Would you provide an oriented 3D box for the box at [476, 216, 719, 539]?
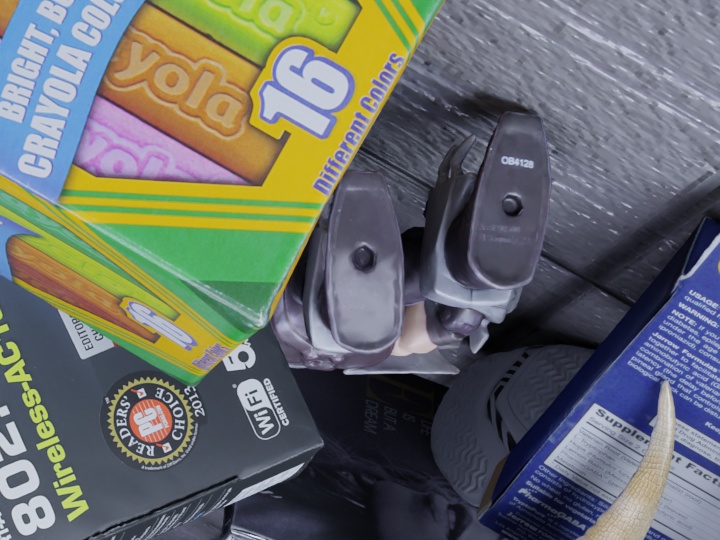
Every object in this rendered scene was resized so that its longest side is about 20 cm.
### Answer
[{"bbox_3d":[0.129,0.055,0.910,0.121,0.032,0.200,30,144,-3],"label":"box"}]

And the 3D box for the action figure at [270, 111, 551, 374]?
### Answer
[{"bbox_3d":[0.000,0.000,0.938,0.130,0.069,0.200,-5,174,-17],"label":"action figure"}]

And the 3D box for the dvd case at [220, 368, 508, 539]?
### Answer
[{"bbox_3d":[0.046,0.094,1.109,0.200,0.016,0.149,22,-151,-9],"label":"dvd case"}]

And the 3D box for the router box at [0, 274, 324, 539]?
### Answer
[{"bbox_3d":[-0.122,-0.001,0.870,0.200,0.150,0.062,65,157,7],"label":"router box"}]

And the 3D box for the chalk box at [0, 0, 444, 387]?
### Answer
[{"bbox_3d":[-0.093,-0.075,0.782,0.200,0.124,0.125,30,167,-4],"label":"chalk box"}]

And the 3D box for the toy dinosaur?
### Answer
[{"bbox_3d":[0.069,0.117,0.947,0.101,0.058,0.200,36,142,-10],"label":"toy dinosaur"}]

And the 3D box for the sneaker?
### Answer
[{"bbox_3d":[0.123,0.094,1.076,0.200,0.075,0.115,13,157,41],"label":"sneaker"}]
